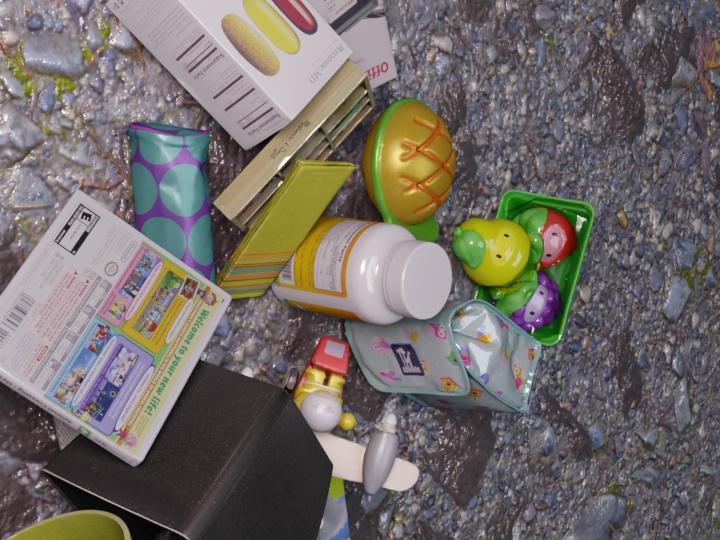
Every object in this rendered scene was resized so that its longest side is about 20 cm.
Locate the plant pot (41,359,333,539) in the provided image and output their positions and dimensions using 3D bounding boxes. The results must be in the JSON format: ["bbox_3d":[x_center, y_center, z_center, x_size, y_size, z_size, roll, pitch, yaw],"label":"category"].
[{"bbox_3d":[-0.141,0.204,1.136,0.178,0.199,0.200,-53,138,-28],"label":"plant pot"}]

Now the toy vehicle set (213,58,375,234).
[{"bbox_3d":[-0.065,-0.123,1.233,0.200,0.027,0.124,-47,172,0],"label":"toy vehicle set"}]

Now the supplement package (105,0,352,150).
[{"bbox_3d":[-0.127,-0.237,1.161,0.200,0.109,0.114,45,61,-15],"label":"supplement package"}]

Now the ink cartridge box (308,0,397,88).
[{"bbox_3d":[-0.050,-0.284,1.300,0.144,0.084,0.201,-32,120,-38],"label":"ink cartridge box"}]

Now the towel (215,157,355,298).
[{"bbox_3d":[-0.087,-0.042,1.260,0.086,0.018,0.200,-6,141,-50],"label":"towel"}]

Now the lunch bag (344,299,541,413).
[{"bbox_3d":[0.098,0.098,1.454,0.200,0.170,0.123,32,66,-44],"label":"lunch bag"}]

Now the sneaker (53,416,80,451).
[{"bbox_3d":[-0.248,0.097,1.164,0.114,0.072,0.202,-26,125,-39],"label":"sneaker"}]

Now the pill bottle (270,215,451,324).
[{"bbox_3d":[0.000,0.000,1.314,0.111,0.199,0.112,-9,103,-45],"label":"pill bottle"}]

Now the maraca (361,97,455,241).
[{"bbox_3d":[0.058,-0.106,1.426,0.137,0.107,0.201,-11,105,-47],"label":"maraca"}]

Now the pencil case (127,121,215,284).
[{"bbox_3d":[-0.187,-0.049,1.194,0.092,0.085,0.201,-92,-179,-80],"label":"pencil case"}]

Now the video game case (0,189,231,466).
[{"bbox_3d":[-0.233,0.049,1.083,0.182,0.022,0.201,36,51,-13],"label":"video game case"}]

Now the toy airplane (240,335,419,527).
[{"bbox_3d":[-0.059,0.180,1.290,0.199,0.141,0.200,-22,72,-24],"label":"toy airplane"}]

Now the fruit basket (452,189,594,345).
[{"bbox_3d":[0.216,-0.011,1.593,0.215,0.155,0.217,-37,133,-54],"label":"fruit basket"}]

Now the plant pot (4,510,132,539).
[{"bbox_3d":[-0.245,0.349,1.039,0.187,0.187,0.201,-40,118,-35],"label":"plant pot"}]

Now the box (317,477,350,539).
[{"bbox_3d":[-0.069,0.320,1.402,0.122,0.047,0.201,-22,111,-44],"label":"box"}]
